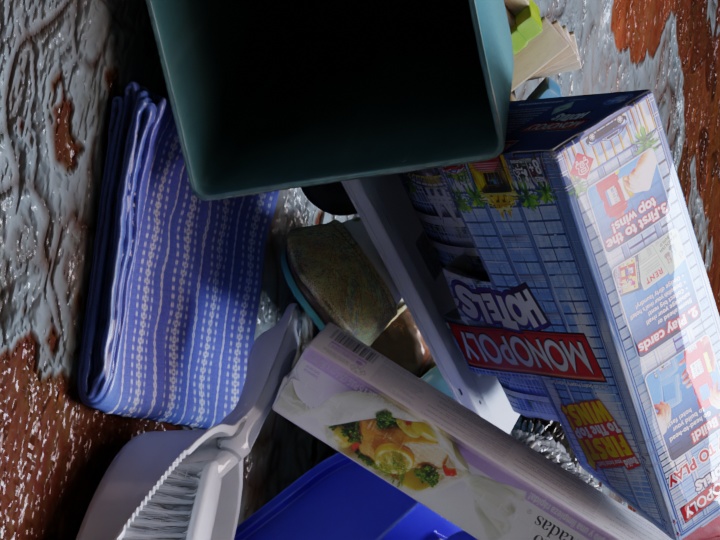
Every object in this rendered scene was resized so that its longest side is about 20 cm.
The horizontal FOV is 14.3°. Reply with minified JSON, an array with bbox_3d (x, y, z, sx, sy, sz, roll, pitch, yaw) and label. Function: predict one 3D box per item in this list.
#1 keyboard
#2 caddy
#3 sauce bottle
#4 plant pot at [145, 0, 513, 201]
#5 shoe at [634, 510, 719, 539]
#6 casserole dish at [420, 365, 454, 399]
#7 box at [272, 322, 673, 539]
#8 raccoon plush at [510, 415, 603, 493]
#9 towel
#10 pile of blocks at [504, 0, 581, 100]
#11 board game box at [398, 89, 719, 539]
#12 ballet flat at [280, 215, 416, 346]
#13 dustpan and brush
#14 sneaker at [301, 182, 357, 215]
[{"bbox_3d":[0.030,-0.003,1.389,0.200,0.011,0.056,63,26,-20],"label":"keyboard"},{"bbox_3d":[0.002,0.178,1.368,0.200,0.141,0.105,-37,143,-2],"label":"caddy"},{"bbox_3d":[0.038,0.015,1.619,0.200,0.066,0.066,-36,129,-65],"label":"sauce bottle"},{"bbox_3d":[-0.003,-0.140,1.310,0.200,0.141,0.142,-65,145,-66],"label":"plant pot"},{"bbox_3d":[0.137,0.184,1.437,0.200,0.091,0.072,-30,137,-34],"label":"shoe"},{"bbox_3d":[0.025,0.092,1.542,0.121,0.039,0.200,-43,175,6],"label":"casserole dish"},{"bbox_3d":[0.055,0.095,1.307,0.039,0.200,0.041,-60,175,22],"label":"box"},{"bbox_3d":[0.084,0.090,1.521,0.134,0.097,0.200,110,-9,-46],"label":"raccoon plush"},{"bbox_3d":[-0.078,-0.001,1.327,0.200,0.024,0.145,20,77,-72],"label":"towel"},{"bbox_3d":[0.091,-0.093,1.644,0.062,0.082,0.200,-88,162,-68],"label":"pile of blocks"},{"bbox_3d":[0.098,0.022,1.321,0.062,0.200,0.200,-31,104,-24],"label":"board game box"},{"bbox_3d":[0.000,0.000,1.425,0.200,0.071,0.071,50,46,-88],"label":"ballet flat"},{"bbox_3d":[-0.073,0.097,1.297,0.140,0.057,0.200,77,24,-57],"label":"dustpan and brush"},{"bbox_3d":[0.014,-0.072,1.494,0.200,0.075,0.116,-75,165,-45],"label":"sneaker"}]
